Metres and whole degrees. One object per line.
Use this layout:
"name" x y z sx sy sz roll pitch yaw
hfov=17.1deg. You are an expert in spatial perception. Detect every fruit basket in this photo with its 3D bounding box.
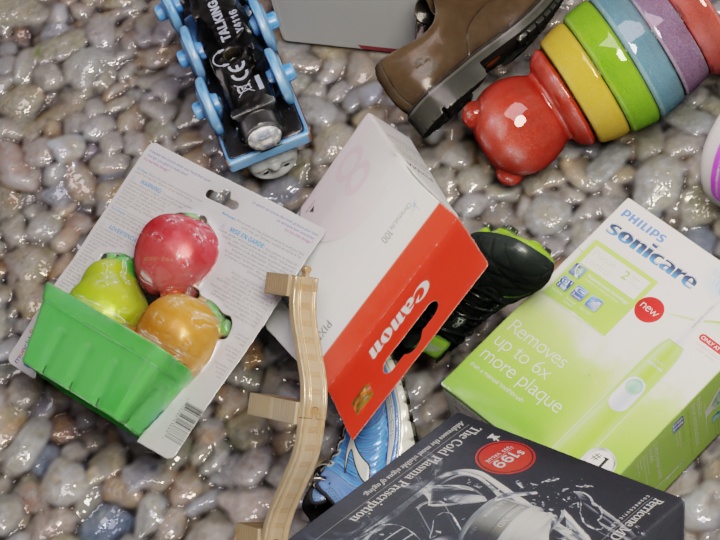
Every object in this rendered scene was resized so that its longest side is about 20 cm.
"fruit basket" -0.142 0.022 1.747 0.185 0.094 0.200 26 73 34

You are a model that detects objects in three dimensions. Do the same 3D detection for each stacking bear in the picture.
"stacking bear" 0.173 -0.145 1.798 0.200 0.122 0.114 -33 24 4

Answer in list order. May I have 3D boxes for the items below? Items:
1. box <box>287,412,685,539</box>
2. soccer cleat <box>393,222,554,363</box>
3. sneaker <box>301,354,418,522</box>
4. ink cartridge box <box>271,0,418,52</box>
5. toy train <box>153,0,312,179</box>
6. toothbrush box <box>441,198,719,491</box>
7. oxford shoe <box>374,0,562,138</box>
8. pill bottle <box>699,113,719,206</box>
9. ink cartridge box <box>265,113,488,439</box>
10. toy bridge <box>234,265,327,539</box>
"box" 0.076 0.200 1.494 0.182 0.105 0.200 20 37 34
"soccer cleat" 0.072 0.021 1.684 0.067 0.200 0.081 30 68 -18
"sneaker" -0.001 0.136 1.673 0.089 0.079 0.201 -9 57 2
"ink cartridge box" 0.017 -0.296 1.902 0.145 0.145 0.201 7 60 15
"toy train" -0.095 -0.158 1.855 0.086 0.114 0.201 -23 56 0
"toothbrush box" 0.178 0.072 1.673 0.200 0.086 0.145 -42 59 -17
"oxford shoe" 0.089 -0.191 1.808 0.084 0.073 0.200 46 60 7
"pill bottle" 0.345 -0.052 1.694 0.104 0.104 0.200 -44 54 -17
"ink cartridge box" 0.000 0.000 1.687 0.163 0.057 0.200 -53 24 15
"toy bridge" -0.050 0.096 1.663 0.067 0.027 0.201 7 90 55
